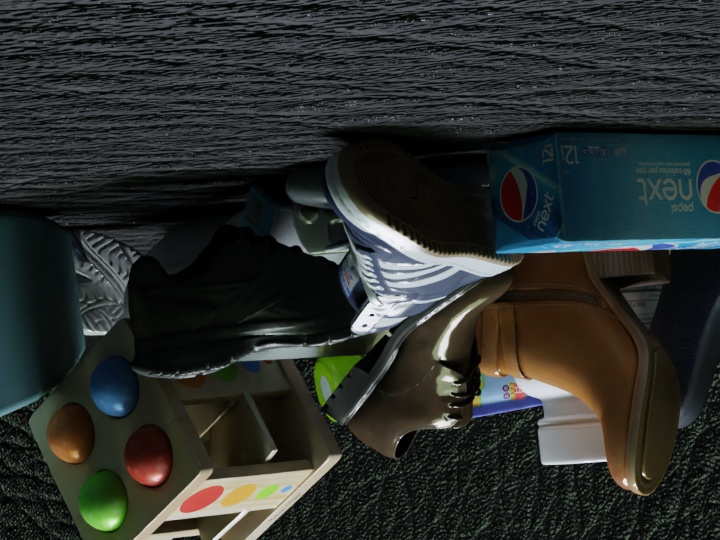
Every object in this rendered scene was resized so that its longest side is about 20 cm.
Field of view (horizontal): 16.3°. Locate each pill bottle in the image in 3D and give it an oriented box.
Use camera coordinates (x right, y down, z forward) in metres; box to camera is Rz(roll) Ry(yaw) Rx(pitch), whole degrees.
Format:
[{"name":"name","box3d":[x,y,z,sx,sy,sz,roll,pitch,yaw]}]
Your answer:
[{"name":"pill bottle","box3d":[0.164,0.034,1.783,0.119,0.201,0.120,-4,176,0]}]

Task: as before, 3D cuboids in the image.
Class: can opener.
[{"name":"can opener","box3d":[0.052,-0.044,1.599,0.199,0.053,0.066,-4,175,-5]}]

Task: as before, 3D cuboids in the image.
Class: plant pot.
[{"name":"plant pot","box3d":[-0.280,0.029,1.707,0.141,0.142,0.200,-6,-177,24]}]

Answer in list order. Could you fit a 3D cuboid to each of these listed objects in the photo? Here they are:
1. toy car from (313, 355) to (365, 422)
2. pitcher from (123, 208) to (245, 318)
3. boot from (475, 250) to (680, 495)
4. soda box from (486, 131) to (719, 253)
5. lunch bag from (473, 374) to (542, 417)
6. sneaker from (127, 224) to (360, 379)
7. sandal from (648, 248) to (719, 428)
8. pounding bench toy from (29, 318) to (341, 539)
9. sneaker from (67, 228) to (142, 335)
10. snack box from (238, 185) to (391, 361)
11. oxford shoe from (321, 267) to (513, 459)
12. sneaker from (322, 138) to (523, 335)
[{"name":"toy car","box3d":[0.013,0.026,2.028,0.163,0.159,0.200,-14,-169,-20]},{"name":"pitcher","box3d":[-0.084,0.003,1.809,0.199,0.122,0.171,-19,153,29]},{"name":"boot","box3d":[0.132,0.060,1.688,0.154,0.201,0.074,-8,156,23]},{"name":"soda box","box3d":[0.173,-0.048,1.563,0.199,0.068,0.064,-2,175,-39]},{"name":"lunch bag","box3d":[0.101,0.030,1.885,0.199,0.152,0.094,-9,179,-26]},{"name":"sneaker","box3d":[-0.056,0.010,1.620,0.199,0.091,0.076,-12,-178,-17]},{"name":"sandal","box3d":[0.241,0.011,1.709,0.043,0.201,0.076,17,-170,-38]},{"name":"pounding bench toy","box3d":[-0.148,0.137,1.735,0.156,0.125,0.200,-2,145,-48]},{"name":"sneaker","box3d":[-0.257,0.014,1.910,0.198,0.080,0.129,-3,177,-25]},{"name":"snack box","box3d":[0.000,0.000,1.728,0.199,0.117,0.037,-1,-152,-37]},{"name":"oxford shoe","box3d":[0.057,0.056,1.680,0.073,0.084,0.200,-42,172,-45]},{"name":"sneaker","box3d":[0.009,-0.016,1.513,0.108,0.070,0.200,-26,158,25]}]
